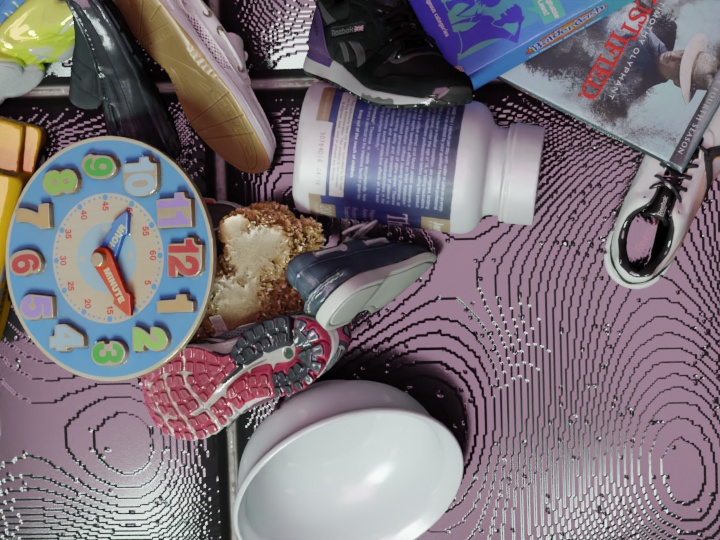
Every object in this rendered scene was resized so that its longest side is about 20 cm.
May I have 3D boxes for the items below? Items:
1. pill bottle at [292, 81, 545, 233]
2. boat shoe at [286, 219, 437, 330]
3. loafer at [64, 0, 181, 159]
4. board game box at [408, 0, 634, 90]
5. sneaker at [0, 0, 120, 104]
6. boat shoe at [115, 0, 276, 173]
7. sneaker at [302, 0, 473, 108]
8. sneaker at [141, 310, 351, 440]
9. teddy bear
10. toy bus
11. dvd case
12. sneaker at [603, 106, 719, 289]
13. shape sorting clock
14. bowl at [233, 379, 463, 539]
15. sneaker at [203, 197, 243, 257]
[{"bbox_3d":[0.049,-0.090,1.707,0.199,0.111,0.112,8,97,5],"label":"pill bottle"},{"bbox_3d":[0.000,0.000,1.683,0.062,0.200,0.075,46,118,11],"label":"boat shoe"},{"bbox_3d":[-0.211,-0.160,1.705,0.070,0.068,0.201,-23,131,0],"label":"loafer"},{"bbox_3d":[0.132,-0.257,1.686,0.199,0.045,0.153,-29,74,4],"label":"board game box"},{"bbox_3d":[-0.293,-0.217,1.758,0.199,0.076,0.105,-29,74,8],"label":"sneaker"},{"bbox_3d":[-0.123,-0.176,1.736,0.071,0.069,0.200,-11,119,45],"label":"boat shoe"},{"bbox_3d":[0.018,-0.186,1.662,0.075,0.200,0.088,-7,110,-36],"label":"sneaker"},{"bbox_3d":[-0.095,0.086,1.699,0.199,0.075,0.081,-17,92,30],"label":"sneaker"},{"bbox_3d":[-0.102,0.022,1.738,0.144,0.067,0.201,3,122,1],"label":"teddy bear"},{"bbox_3d":[-0.325,-0.031,1.767,0.065,0.078,0.201,14,97,4],"label":"toy bus"},{"bbox_3d":[0.210,-0.188,1.691,0.199,0.022,0.146,29,86,14],"label":"dvd case"},{"bbox_3d":[0.262,-0.075,1.704,0.073,0.080,0.201,20,96,5],"label":"sneaker"},{"bbox_3d":[-0.208,-0.010,1.689,0.199,0.039,0.201,0,90,20],"label":"shape sorting clock"},{"bbox_3d":[-0.021,0.156,1.730,0.200,0.091,0.202,-12,137,-12],"label":"bowl"},{"bbox_3d":[-0.187,-0.015,1.753,0.199,0.082,0.078,-8,95,7],"label":"sneaker"}]
